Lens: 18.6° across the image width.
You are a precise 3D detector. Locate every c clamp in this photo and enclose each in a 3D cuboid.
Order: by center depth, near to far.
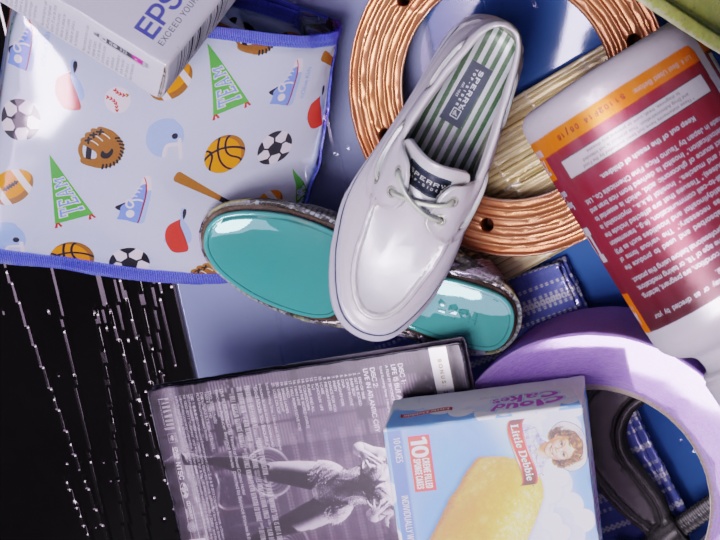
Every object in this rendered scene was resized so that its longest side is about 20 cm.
[{"bbox_3d":[0.221,0.109,1.338,0.200,0.027,0.171,-43,90,15],"label":"c clamp"}]

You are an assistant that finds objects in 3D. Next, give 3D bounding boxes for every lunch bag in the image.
[{"bbox_3d":[-0.120,-0.087,1.323,0.198,0.124,0.171,7,113,-11],"label":"lunch bag"}]

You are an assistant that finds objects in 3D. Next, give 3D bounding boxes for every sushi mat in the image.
[{"bbox_3d":[0.091,-0.049,1.332,0.199,0.012,0.096,-29,90,23],"label":"sushi mat"}]

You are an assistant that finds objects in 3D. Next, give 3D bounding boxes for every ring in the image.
[{"bbox_3d":[0.088,-0.108,1.302,0.199,0.019,0.202,4,103,18],"label":"ring"}]

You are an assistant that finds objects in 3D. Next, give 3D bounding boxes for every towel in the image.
[{"bbox_3d":[0.110,0.103,1.386,0.144,0.024,0.201,-23,100,24],"label":"towel"}]

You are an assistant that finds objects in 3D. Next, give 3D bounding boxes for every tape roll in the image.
[{"bbox_3d":[0.148,0.126,1.309,0.198,0.066,0.202,5,104,18],"label":"tape roll"}]

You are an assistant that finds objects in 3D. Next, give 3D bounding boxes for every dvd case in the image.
[{"bbox_3d":[-0.019,0.127,1.317,0.198,0.016,0.150,-9,100,16],"label":"dvd case"}]

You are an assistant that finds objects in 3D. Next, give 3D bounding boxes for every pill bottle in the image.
[{"bbox_3d":[0.185,-0.027,1.214,0.113,0.113,0.201,-32,89,24],"label":"pill bottle"}]

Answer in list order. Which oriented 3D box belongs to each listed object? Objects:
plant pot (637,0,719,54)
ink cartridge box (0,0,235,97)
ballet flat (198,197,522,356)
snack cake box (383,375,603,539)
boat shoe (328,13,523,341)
[{"bbox_3d":[0.181,-0.240,1.159,0.200,0.200,0.185,36,104,1],"label":"plant pot"},{"bbox_3d":[-0.143,-0.223,1.251,0.199,0.197,0.043,32,151,2],"label":"ink cartridge box"},{"bbox_3d":[0.000,0.000,1.320,0.199,0.072,0.073,17,114,-3],"label":"ballet flat"},{"bbox_3d":[0.085,0.170,1.258,0.114,0.067,0.202,-7,101,8],"label":"snack cake box"},{"bbox_3d":[0.035,-0.056,1.251,0.073,0.067,0.202,20,89,-3],"label":"boat shoe"}]
